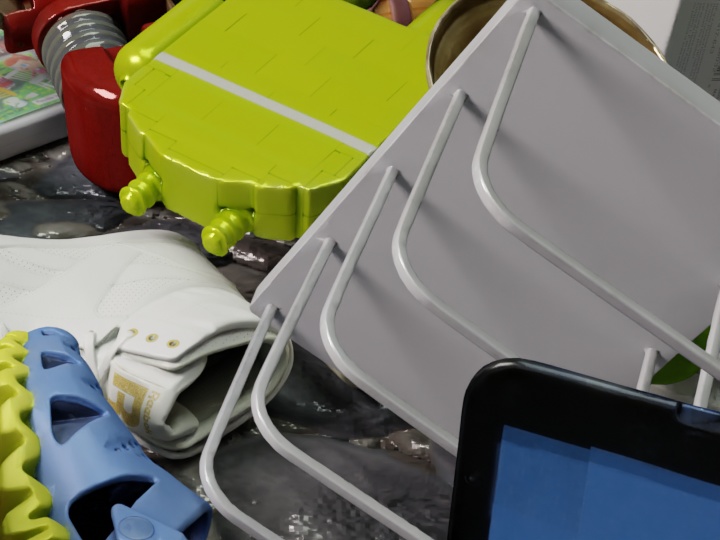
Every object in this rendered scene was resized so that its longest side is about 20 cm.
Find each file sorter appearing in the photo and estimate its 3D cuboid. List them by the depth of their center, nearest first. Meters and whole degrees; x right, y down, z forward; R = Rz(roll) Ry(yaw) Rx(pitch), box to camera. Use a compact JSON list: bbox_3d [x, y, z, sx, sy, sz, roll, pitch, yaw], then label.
[{"bbox_3d":[0.050,0.027,0.793,0.138,0.200,0.125,34,41,-10],"label":"file sorter"}]

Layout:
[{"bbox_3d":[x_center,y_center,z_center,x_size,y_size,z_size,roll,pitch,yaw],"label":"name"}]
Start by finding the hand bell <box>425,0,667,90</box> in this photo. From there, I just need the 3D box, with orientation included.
[{"bbox_3d":[0.055,-0.020,0.934,0.103,0.200,0.105,7,56,-10],"label":"hand bell"}]

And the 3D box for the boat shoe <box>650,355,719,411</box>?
[{"bbox_3d":[0.184,0.076,0.916,0.199,0.072,0.068,13,29,32],"label":"boat shoe"}]

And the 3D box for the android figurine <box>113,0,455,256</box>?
[{"bbox_3d":[-0.030,-0.077,1.016,0.181,0.041,0.200,24,47,21],"label":"android figurine"}]

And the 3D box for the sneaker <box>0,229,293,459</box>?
[{"bbox_3d":[-0.125,0.035,0.920,0.199,0.074,0.115,-12,30,-32],"label":"sneaker"}]

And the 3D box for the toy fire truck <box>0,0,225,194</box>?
[{"bbox_3d":[-0.148,-0.121,1.141,0.199,0.129,0.176,-13,44,-13],"label":"toy fire truck"}]

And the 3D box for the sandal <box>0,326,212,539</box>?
[{"bbox_3d":[-0.095,0.097,0.812,0.086,0.080,0.201,-3,41,-19],"label":"sandal"}]

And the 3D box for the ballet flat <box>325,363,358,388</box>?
[{"bbox_3d":[0.000,0.000,1.030,0.069,0.070,0.200,13,27,14],"label":"ballet flat"}]

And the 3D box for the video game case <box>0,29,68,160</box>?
[{"bbox_3d":[-0.200,-0.126,1.256,0.181,0.022,0.200,25,34,32],"label":"video game case"}]

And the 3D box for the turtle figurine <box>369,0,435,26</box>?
[{"bbox_3d":[0.050,-0.158,1.216,0.193,0.201,0.144,-10,46,-43],"label":"turtle figurine"}]

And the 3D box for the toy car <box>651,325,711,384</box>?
[{"bbox_3d":[0.186,-0.064,0.856,0.157,0.201,0.164,20,42,23],"label":"toy car"}]

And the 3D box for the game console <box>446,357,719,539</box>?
[{"bbox_3d":[0.093,0.149,0.616,0.117,0.201,0.171,-1,29,-10],"label":"game console"}]

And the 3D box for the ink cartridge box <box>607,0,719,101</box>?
[{"bbox_3d":[0.153,-0.104,1.138,0.125,0.129,0.199,27,20,35],"label":"ink cartridge box"}]
